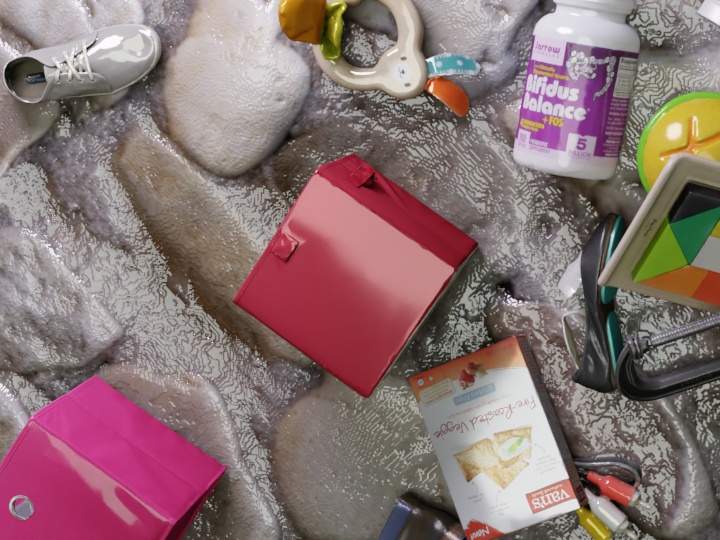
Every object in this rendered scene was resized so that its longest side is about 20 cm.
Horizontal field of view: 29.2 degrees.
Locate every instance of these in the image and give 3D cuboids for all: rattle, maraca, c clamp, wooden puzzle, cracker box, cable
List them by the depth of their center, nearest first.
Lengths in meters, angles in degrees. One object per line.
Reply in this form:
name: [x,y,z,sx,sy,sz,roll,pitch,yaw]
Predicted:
wooden puzzle: [0.365,-0.024,1.401,0.200,0.037,0.185,11,133,-12]
maraca: [0.377,-0.098,1.425,0.200,0.107,0.137,35,105,-10]
c clamp: [0.354,0.071,1.447,0.200,0.171,0.027,-23,51,11]
rattle: [0.027,-0.236,1.466,0.200,0.143,0.130,42,88,9]
cracker box: [0.152,0.187,1.529,0.134,0.058,0.200,-23,82,17]
cable: [0.231,0.228,1.541,0.200,0.050,0.097,31,107,6]

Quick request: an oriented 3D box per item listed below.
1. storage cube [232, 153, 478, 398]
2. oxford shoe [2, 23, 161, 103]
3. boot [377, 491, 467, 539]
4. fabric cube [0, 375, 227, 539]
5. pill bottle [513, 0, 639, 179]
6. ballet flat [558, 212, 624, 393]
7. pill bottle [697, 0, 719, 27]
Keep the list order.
storage cube: [0.000,0.000,1.493,0.180,0.171,0.200,36,105,4]
oxford shoe: [-0.324,-0.233,1.587,0.200,0.058,0.075,-12,95,13]
boot: [0.057,0.355,1.608,0.097,0.075,0.200,35,112,28]
fabric cube: [-0.309,0.274,1.598,0.199,0.200,0.196,35,104,4]
pill bottle: [0.228,-0.202,1.435,0.112,0.112,0.201,10,102,11]
ballet flat: [0.250,0.037,1.498,0.068,0.068,0.201,3,101,25]
pill bottle: [0.423,-0.322,1.368,0.112,0.112,0.200,34,105,5]
